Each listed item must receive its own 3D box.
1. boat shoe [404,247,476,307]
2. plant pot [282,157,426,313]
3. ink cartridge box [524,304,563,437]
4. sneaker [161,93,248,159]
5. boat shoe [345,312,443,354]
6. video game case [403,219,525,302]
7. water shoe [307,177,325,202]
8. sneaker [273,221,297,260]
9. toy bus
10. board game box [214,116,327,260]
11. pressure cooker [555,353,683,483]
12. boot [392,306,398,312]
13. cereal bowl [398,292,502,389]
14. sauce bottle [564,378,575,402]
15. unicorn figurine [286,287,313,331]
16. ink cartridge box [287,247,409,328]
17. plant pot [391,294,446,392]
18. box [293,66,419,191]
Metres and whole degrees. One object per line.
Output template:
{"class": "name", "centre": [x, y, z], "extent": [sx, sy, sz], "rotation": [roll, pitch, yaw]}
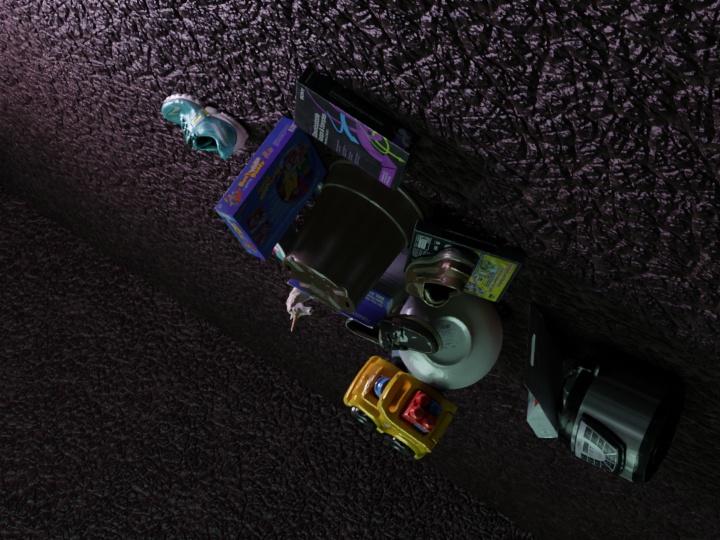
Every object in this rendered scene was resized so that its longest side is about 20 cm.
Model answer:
{"class": "boat shoe", "centre": [0.120, 0.020, 1.436], "extent": [0.075, 0.073, 0.200], "rotation": [23, 160, -12]}
{"class": "plant pot", "centre": [-0.019, -0.049, 1.481], "extent": [0.199, 0.200, 0.201], "rotation": [30, 163, 10]}
{"class": "ink cartridge box", "centre": [0.310, 0.180, 1.539], "extent": [0.047, 0.162, 0.200], "rotation": [-8, 142, 28]}
{"class": "sneaker", "centre": [-0.302, -0.269, 1.620], "extent": [0.198, 0.080, 0.078], "rotation": [26, 161, 27]}
{"class": "boat shoe", "centre": [0.057, 0.114, 1.537], "extent": [0.198, 0.065, 0.074], "rotation": [16, 133, 43]}
{"class": "video game case", "centre": [0.167, -0.013, 1.453], "extent": [0.178, 0.026, 0.200], "rotation": [18, 161, 4]}
{"class": "water shoe", "centre": [-0.124, -0.141, 1.630], "extent": [0.072, 0.079, 0.199], "rotation": [45, 160, -32]}
{"class": "sneaker", "centre": [-0.184, -0.102, 1.849], "extent": [0.120, 0.083, 0.202], "rotation": [29, 148, 43]}
{"class": "toy bus", "centre": [0.081, 0.251, 1.629], "extent": [0.199, 0.136, 0.192], "rotation": [35, 167, 1]}
{"class": "board game box", "centre": [-0.147, -0.138, 1.476], "extent": [0.044, 0.201, 0.135], "rotation": [23, 159, 31]}
{"class": "pressure cooker", "centre": [0.426, 0.247, 1.481], "extent": [0.198, 0.178, 0.178], "rotation": [25, 178, 30]}
{"class": "boot", "centre": [0.006, 0.009, 1.688], "extent": [0.201, 0.073, 0.076], "rotation": [54, 135, 28]}
{"class": "cereal bowl", "centre": [0.158, 0.122, 1.581], "extent": [0.199, 0.202, 0.083], "rotation": [32, -169, 7]}
{"class": "sauce bottle", "centre": [0.409, 0.255, 1.721], "extent": [0.064, 0.065, 0.201], "rotation": [29, 160, 17]}
{"class": "unicorn figurine", "centre": [-0.086, 0.016, 1.757], "extent": [0.135, 0.204, 0.074], "rotation": [-4, 178, -12]}
{"class": "ink cartridge box", "centre": [0.000, 0.000, 1.589], "extent": [0.198, 0.200, 0.041], "rotation": [26, 133, 23]}
{"class": "plant pot", "centre": [0.154, 0.139, 1.719], "extent": [0.199, 0.162, 0.201], "rotation": [31, 162, 11]}
{"class": "box", "centre": [-0.011, -0.211, 1.315], "extent": [0.199, 0.036, 0.143], "rotation": [35, 163, 5]}
